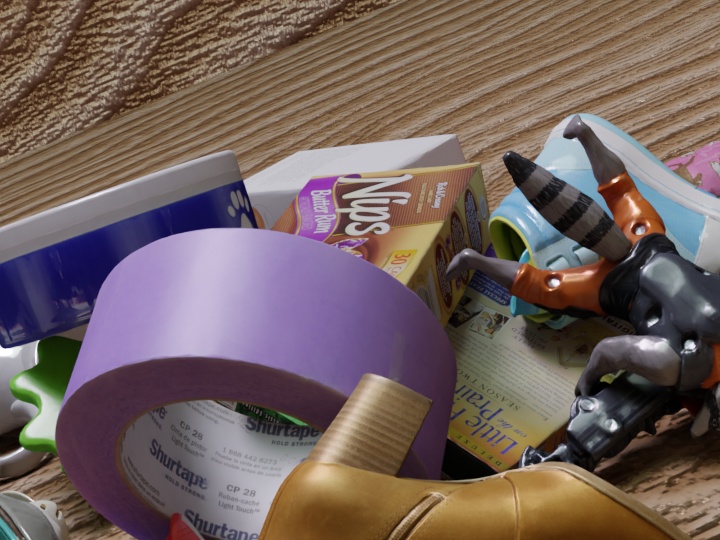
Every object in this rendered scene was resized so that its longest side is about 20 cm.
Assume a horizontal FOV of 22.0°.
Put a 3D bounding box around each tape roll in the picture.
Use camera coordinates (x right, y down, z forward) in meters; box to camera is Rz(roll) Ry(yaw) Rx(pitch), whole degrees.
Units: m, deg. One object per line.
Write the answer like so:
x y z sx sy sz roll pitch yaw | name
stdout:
-0.053 0.075 0.966 0.199 0.200 0.085 -12 45 29 | tape roll

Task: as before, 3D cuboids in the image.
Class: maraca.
-0.134 0.077 1.245 0.199 0.107 0.138 -11 48 -11 | maraca

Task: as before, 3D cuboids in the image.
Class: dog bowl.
-0.170 -0.015 1.287 0.199 0.079 0.200 -19 3 1 | dog bowl

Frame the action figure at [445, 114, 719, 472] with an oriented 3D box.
0.137 0.029 0.992 0.200 0.193 0.105 -45 -20 -19 | action figure

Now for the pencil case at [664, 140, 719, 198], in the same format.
0.173 -0.018 1.254 0.199 0.087 0.083 -22 34 -11 | pencil case

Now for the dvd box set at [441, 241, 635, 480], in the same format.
0.089 0.047 1.104 0.146 0.030 0.200 30 45 30 | dvd box set

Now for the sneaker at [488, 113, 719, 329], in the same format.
0.162 0.007 1.088 0.200 0.080 0.131 35 61 21 | sneaker

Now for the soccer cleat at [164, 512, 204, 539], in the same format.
-0.165 0.193 0.973 0.199 0.074 0.068 -21 15 -3 | soccer cleat

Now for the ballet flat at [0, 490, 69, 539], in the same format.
-0.221 0.164 1.173 0.063 0.068 0.200 -19 12 -31 | ballet flat

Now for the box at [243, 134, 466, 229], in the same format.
-0.003 -0.025 1.433 0.097 0.125 0.199 -30 18 -35 | box

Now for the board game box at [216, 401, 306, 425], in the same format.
-0.001 0.058 1.222 0.104 0.024 0.200 31 37 17 | board game box

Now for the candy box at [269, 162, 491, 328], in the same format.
0.000 0.000 1.087 0.116 0.057 0.200 -4 24 20 | candy box

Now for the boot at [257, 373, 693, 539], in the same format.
0.050 0.149 0.835 0.145 0.200 0.071 -62 -8 -16 | boot

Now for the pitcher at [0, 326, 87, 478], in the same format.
-0.324 0.105 1.458 0.199 0.122 0.172 -6 33 11 | pitcher
